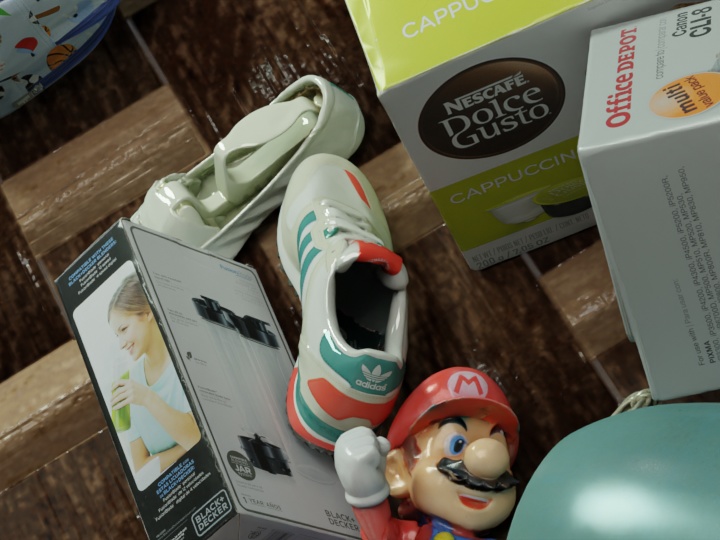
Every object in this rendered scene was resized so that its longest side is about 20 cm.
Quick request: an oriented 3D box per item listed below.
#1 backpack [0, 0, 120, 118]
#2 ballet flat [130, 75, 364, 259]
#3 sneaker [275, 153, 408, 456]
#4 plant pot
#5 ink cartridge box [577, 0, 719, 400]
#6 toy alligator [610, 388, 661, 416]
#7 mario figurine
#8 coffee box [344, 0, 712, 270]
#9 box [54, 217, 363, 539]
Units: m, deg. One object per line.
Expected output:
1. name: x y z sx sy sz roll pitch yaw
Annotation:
1. backpack: -0.231 -0.202 1.432 0.190 0.154 0.200 -36 62 7
2. ballet flat: -0.085 -0.046 1.343 0.200 0.069 0.069 -40 57 -5
3. sneaker: 0.000 0.000 1.250 0.070 0.094 0.200 13 49 -17
4. plant pot: 0.162 0.154 1.072 0.160 0.201 0.201 12 66 32
5. ink cartridge box: 0.217 -0.049 1.088 0.199 0.145 0.145 -14 26 16
6. toy alligator: 0.216 0.031 1.203 0.200 0.059 0.054 -44 99 -9
7. mario figurine: 0.051 0.141 1.160 0.106 0.123 0.201 -11 62 28
8. coffee box: 0.099 -0.158 1.261 0.199 0.198 0.201 -22 57 6
9. box: -0.081 0.076 1.237 0.060 0.116 0.200 -40 55 23
